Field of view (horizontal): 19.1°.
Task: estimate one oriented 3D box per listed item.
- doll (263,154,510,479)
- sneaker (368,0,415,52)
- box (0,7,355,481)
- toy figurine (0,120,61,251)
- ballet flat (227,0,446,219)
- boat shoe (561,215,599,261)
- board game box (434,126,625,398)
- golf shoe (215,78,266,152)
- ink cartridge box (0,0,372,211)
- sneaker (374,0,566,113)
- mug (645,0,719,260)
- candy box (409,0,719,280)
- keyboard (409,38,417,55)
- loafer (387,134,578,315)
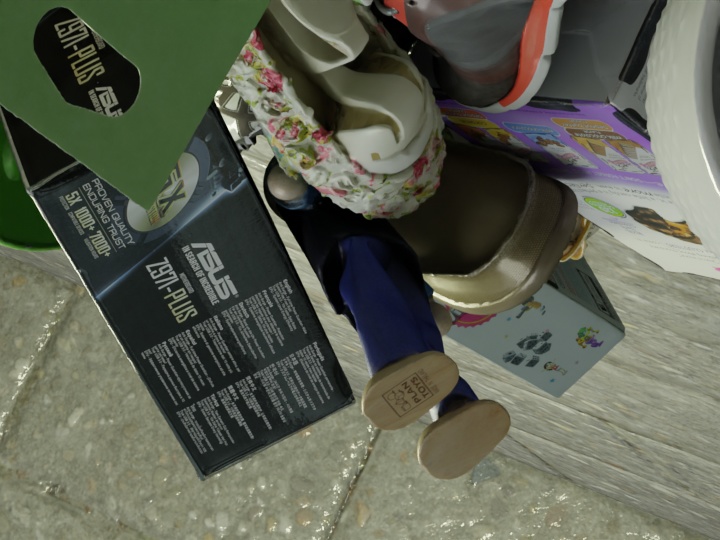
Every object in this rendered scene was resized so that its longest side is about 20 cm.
[{"bbox_3d":[0.000,0.000,0.944,0.136,0.048,0.200,44,-169,-37],"label":"doll"},{"bbox_3d":[-0.026,-0.147,0.959,0.120,0.084,0.200,33,157,4],"label":"sneaker"},{"bbox_3d":[-0.093,-0.034,0.989,0.201,0.086,0.164,65,179,-42],"label":"box"},{"bbox_3d":[-0.199,-0.136,1.103,0.149,0.202,0.184,-16,-148,-39],"label":"toy figurine"},{"bbox_3d":[-0.014,-0.083,0.861,0.064,0.076,0.200,13,156,46],"label":"ballet flat"},{"bbox_3d":[0.097,-0.040,1.133,0.069,0.074,0.200,17,-157,-3],"label":"boat shoe"},{"bbox_3d":[0.049,-0.028,1.239,0.199,0.064,0.148,30,-156,-41],"label":"board game box"},{"bbox_3d":[-0.061,-0.121,1.135,0.094,0.078,0.199,37,153,-21],"label":"golf shoe"},{"bbox_3d":[-0.041,-0.125,0.708,0.048,0.201,0.145,22,171,31],"label":"ink cartridge box"},{"bbox_3d":[0.040,-0.122,0.855,0.081,0.078,0.200,0,162,-8],"label":"sneaker"},{"bbox_3d":[0.178,-0.035,0.707,0.201,0.147,0.175,61,179,-2],"label":"mug"},{"bbox_3d":[0.143,-0.063,0.994,0.199,0.072,0.167,31,170,-32],"label":"candy box"},{"bbox_3d":[-0.041,-0.154,1.149,0.199,0.021,0.127,30,170,-25],"label":"keyboard"},{"bbox_3d":[0.026,-0.030,1.041,0.067,0.077,0.199,29,169,-33],"label":"loafer"}]
